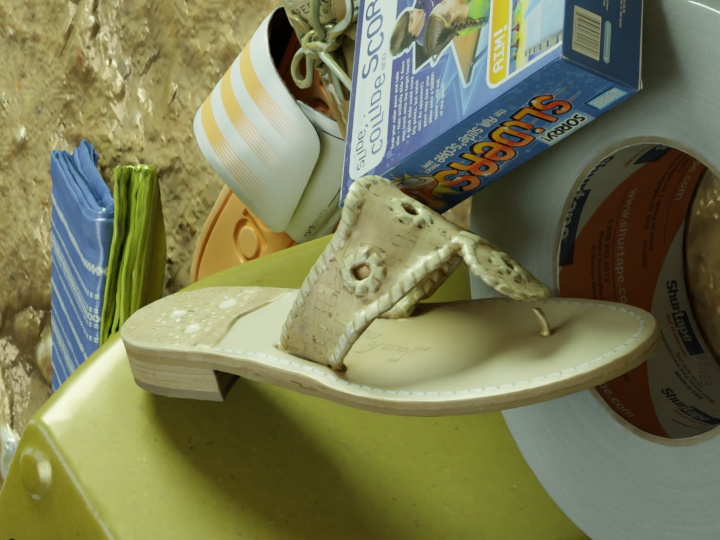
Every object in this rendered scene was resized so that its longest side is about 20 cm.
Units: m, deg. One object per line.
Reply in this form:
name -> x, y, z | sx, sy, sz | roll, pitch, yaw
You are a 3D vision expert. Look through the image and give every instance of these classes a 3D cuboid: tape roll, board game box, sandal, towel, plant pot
tape roll -> 0.125, 0.003, 0.898 | 0.200, 0.066, 0.201 | 13, 107, 51
board game box -> 0.049, -0.129, 0.926 | 0.135, 0.034, 0.201 | -31, 46, 51
sandal -> -0.003, 0.003, 0.900 | 0.211, 0.078, 0.070 | -2, 115, 34
sandal -> -0.043, -0.039, 1.112 | 0.079, 0.059, 0.207 | 54, 135, 30
towel -> -0.099, 0.014, 1.128 | 0.200, 0.018, 0.087 | 106, 171, -81
towel -> -0.127, 0.049, 1.229 | 0.145, 0.024, 0.201 | -130, 40, -70
plant pot -> -0.039, 0.118, 1.025 | 0.196, 0.199, 0.195 | 53, 135, 33

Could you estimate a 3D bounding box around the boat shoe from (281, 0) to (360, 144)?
boat shoe -> -0.014, -0.128, 1.016 | 0.073, 0.062, 0.201 | -27, 76, 48
